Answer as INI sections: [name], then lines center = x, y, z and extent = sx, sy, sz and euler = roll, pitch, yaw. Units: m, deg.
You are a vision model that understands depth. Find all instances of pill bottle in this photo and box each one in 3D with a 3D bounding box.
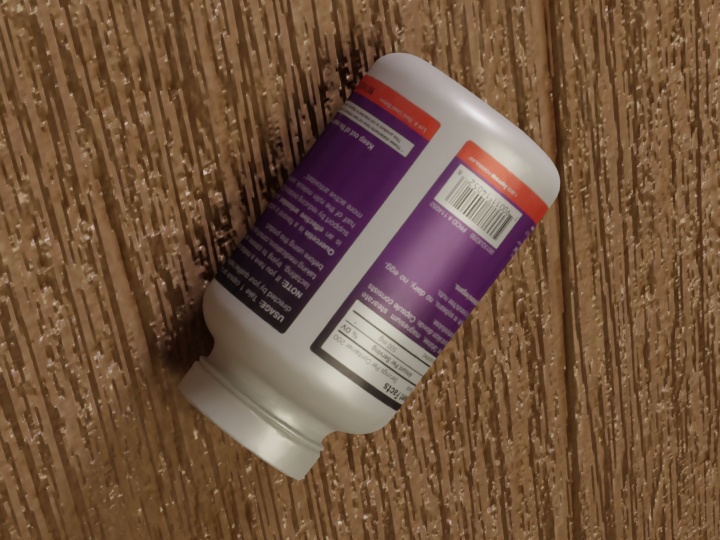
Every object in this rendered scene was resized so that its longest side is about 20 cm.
[pill bottle]
center = 0.000, 0.000, 1.125
extent = 0.200, 0.112, 0.112
euler = -53, 141, 1
